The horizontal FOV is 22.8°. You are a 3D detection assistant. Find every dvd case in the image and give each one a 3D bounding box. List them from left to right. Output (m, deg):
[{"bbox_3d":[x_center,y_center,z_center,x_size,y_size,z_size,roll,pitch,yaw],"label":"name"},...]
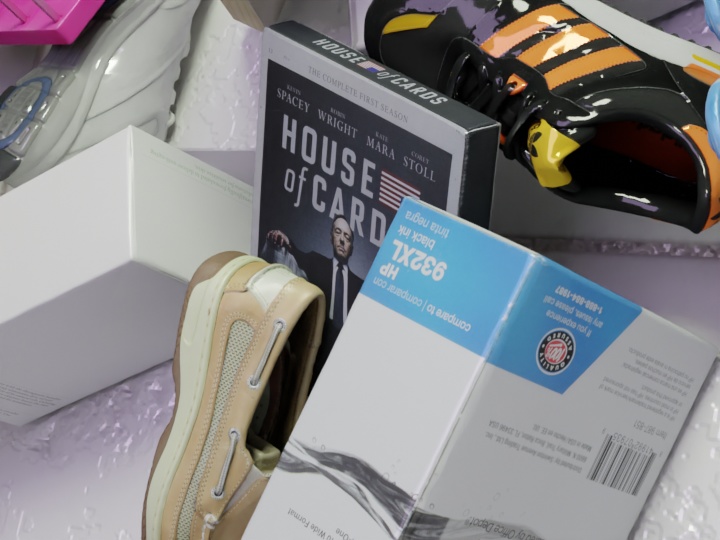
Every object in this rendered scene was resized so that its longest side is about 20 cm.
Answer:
[{"bbox_3d":[0.000,0.000,0.840,0.150,0.025,0.200,32,128,43],"label":"dvd case"}]

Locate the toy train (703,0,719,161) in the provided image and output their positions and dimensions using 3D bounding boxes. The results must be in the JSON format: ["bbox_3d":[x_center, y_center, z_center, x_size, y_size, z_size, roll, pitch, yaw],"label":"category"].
[{"bbox_3d":[0.194,-0.102,0.720,0.087,0.114,0.200,-20,61,39],"label":"toy train"}]

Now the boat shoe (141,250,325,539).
[{"bbox_3d":[-0.055,0.095,0.862,0.076,0.072,0.200,17,110,31],"label":"boat shoe"}]

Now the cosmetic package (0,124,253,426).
[{"bbox_3d":[-0.159,0.010,0.982,0.200,0.108,0.085,-24,57,30],"label":"cosmetic package"}]

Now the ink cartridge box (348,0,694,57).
[{"bbox_3d":[0.090,-0.185,0.861,0.200,0.085,0.146,-23,60,35],"label":"ink cartridge box"}]

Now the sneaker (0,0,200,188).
[{"bbox_3d":[-0.141,-0.114,1.039,0.074,0.087,0.200,13,63,49],"label":"sneaker"}]

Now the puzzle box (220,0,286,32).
[{"bbox_3d":[-0.025,-0.229,0.953,0.025,0.133,0.200,24,90,3],"label":"puzzle box"}]

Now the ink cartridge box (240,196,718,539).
[{"bbox_3d":[0.044,0.091,0.752,0.084,0.145,0.200,27,92,43],"label":"ink cartridge box"}]

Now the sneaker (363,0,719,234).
[{"bbox_3d":[0.081,-0.075,0.774,0.200,0.090,0.070,22,128,18],"label":"sneaker"}]

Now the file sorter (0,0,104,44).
[{"bbox_3d":[-0.213,-0.226,1.052,0.139,0.125,0.200,-55,30,-15],"label":"file sorter"}]
